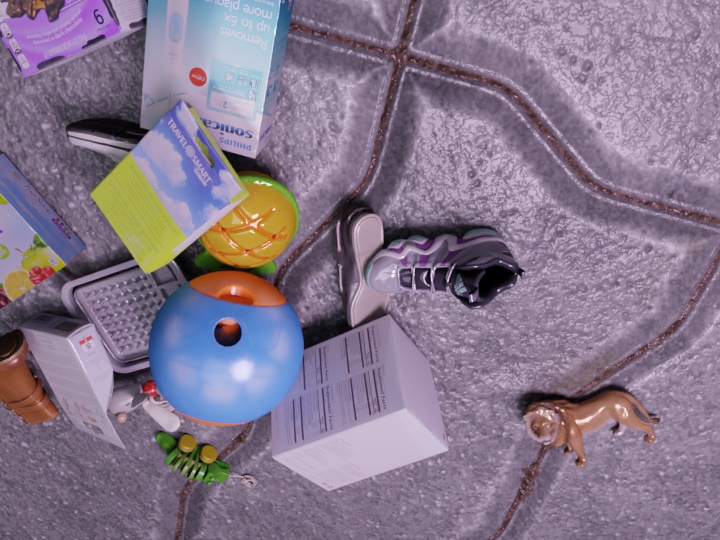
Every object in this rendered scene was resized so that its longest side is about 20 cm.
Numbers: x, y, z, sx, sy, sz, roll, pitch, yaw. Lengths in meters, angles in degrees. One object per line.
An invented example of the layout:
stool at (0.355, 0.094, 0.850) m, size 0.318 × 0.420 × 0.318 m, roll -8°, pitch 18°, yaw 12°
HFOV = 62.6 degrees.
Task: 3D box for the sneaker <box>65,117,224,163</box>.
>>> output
sneaker at (-0.284, -0.124, 0.773) m, size 0.199 × 0.076 × 0.116 m, roll 13°, pitch 116°, yaw -4°

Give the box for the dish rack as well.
dish rack at (-0.326, 0.060, 0.890) m, size 0.198 × 0.044 × 0.173 m, roll -17°, pitch 115°, yaw 13°

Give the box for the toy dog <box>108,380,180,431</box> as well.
toy dog at (-0.284, 0.203, 0.903) m, size 0.199 × 0.097 × 0.132 m, roll -29°, pitch 141°, yaw 20°

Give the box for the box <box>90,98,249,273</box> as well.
box at (-0.221, -0.096, 0.697) m, size 0.199 × 0.048 × 0.122 m, roll -32°, pitch 95°, yaw 31°

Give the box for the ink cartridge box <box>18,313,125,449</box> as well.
ink cartridge box at (-0.424, 0.166, 0.906) m, size 0.161 × 0.050 × 0.201 m, roll 3°, pitch 122°, yaw 38°

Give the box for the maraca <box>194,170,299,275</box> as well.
maraca at (-0.154, -0.051, 0.786) m, size 0.136 × 0.108 × 0.201 m, roll 8°, pitch 139°, yaw -16°

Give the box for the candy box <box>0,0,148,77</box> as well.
candy box at (-0.349, -0.341, 0.650) m, size 0.167 × 0.072 × 0.201 m, roll -10°, pitch 116°, yaw 26°

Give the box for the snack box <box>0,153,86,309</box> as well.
snack box at (-0.528, -0.040, 0.842) m, size 0.199 × 0.068 × 0.169 m, roll -28°, pitch 112°, yaw 16°

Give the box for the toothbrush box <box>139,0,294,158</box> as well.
toothbrush box at (-0.167, -0.253, 0.691) m, size 0.145 × 0.085 × 0.201 m, roll 16°, pitch 119°, yaw -2°

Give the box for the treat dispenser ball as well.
treat dispenser ball at (-0.175, 0.101, 0.780) m, size 0.199 × 0.201 × 0.202 m, roll 2°, pitch 118°, yaw 4°

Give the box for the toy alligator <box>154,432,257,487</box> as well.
toy alligator at (-0.270, 0.344, 1.024) m, size 0.199 × 0.054 × 0.059 m, roll 32°, pitch 116°, yaw -11°

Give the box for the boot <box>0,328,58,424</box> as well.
boot at (-0.531, 0.178, 0.921) m, size 0.199 × 0.077 × 0.156 m, roll -13°, pitch 115°, yaw 37°

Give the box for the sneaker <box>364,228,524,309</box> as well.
sneaker at (0.109, 0.008, 0.751) m, size 0.198 × 0.140 × 0.078 m, roll -15°, pitch 117°, yaw -1°

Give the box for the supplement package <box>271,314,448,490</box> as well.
supplement package at (-0.005, 0.193, 0.846) m, size 0.199 × 0.151 × 0.152 m, roll -24°, pitch 137°, yaw 16°

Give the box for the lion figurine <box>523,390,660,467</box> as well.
lion figurine at (0.355, 0.226, 0.911) m, size 0.199 × 0.073 × 0.123 m, roll -25°, pitch 106°, yaw 1°

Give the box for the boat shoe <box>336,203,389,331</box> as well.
boat shoe at (0.000, 0.000, 0.832) m, size 0.066 × 0.057 × 0.201 m, roll -18°, pitch 125°, yaw -26°
